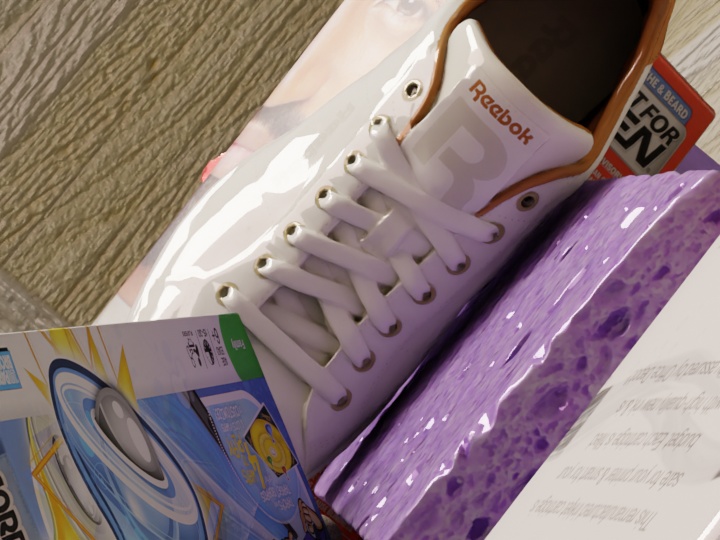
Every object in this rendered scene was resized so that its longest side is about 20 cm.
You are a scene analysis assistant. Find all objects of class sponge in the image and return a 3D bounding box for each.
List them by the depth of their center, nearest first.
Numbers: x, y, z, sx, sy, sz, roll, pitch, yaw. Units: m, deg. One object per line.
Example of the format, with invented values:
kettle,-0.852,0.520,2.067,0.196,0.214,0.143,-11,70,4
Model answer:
sponge,0.039,0.027,0.697,0.112,0.030,0.200,-50,4,-3

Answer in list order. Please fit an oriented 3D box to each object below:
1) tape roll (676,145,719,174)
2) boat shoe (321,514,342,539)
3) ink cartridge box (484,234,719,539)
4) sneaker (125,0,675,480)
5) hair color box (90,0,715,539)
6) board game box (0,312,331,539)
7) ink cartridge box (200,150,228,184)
tape roll,0.046,0.019,1.044,0.200,0.085,0.200,-51,4,5
boat shoe,-0.058,0.145,0.796,0.075,0.073,0.200,-87,10,-61
ink cartridge box,0.087,0.045,0.488,0.200,0.085,0.146,-50,5,-8
sneaker,0.007,-0.020,0.727,0.200,0.073,0.085,-50,2,-14
hair color box,0.000,0.000,0.848,0.200,0.064,0.111,-52,38,-7
board game box,-0.041,0.079,0.603,0.034,0.135,0.200,-23,-4,11
ink cartridge box,0.017,-0.012,0.918,0.161,0.050,0.200,-34,51,18
